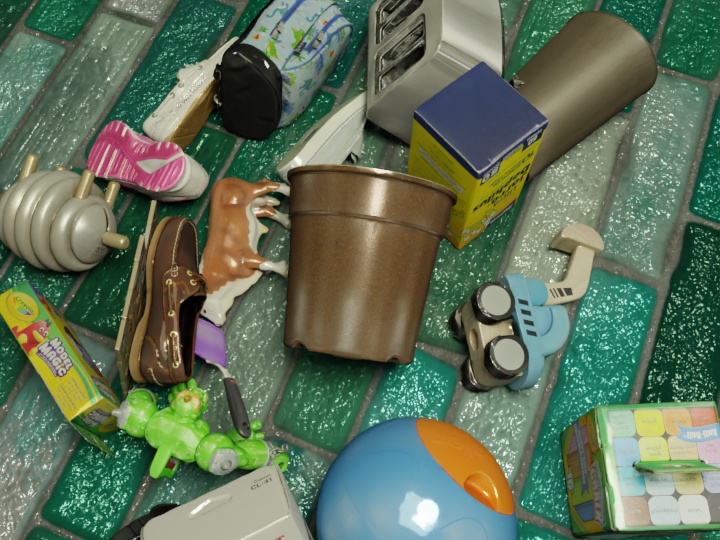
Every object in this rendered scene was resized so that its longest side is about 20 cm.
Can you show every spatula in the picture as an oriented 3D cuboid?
[{"bbox_3d":[-0.155,0.118,0.832,0.021,0.056,0.200,-49,38,8],"label":"spatula"}]

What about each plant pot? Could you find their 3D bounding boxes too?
[{"bbox_3d":[0.000,0.000,0.844,0.200,0.200,0.199,8,84,3],"label":"plant pot"}]

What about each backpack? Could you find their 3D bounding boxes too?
[{"bbox_3d":[-0.100,-0.293,1.003,0.153,0.163,0.200,16,61,-2],"label":"backpack"}]

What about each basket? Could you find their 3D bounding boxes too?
[{"bbox_3d":[0.254,-0.220,0.967,0.200,0.180,0.136,-41,106,-7],"label":"basket"}]

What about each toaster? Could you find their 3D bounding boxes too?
[{"bbox_3d":[0.096,-0.287,0.958,0.118,0.200,0.181,17,62,-33],"label":"toaster"}]

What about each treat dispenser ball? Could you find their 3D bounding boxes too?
[{"bbox_3d":[0.055,0.249,0.741,0.200,0.201,0.201,0,67,0],"label":"treat dispenser ball"}]

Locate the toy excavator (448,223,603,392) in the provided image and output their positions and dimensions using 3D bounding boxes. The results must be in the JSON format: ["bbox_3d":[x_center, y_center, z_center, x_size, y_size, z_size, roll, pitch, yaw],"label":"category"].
[{"bbox_3d":[0.215,0.043,0.895,0.199,0.100,0.195,-4,69,-15],"label":"toy excavator"}]

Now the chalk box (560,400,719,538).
[{"bbox_3d":[0.294,0.205,0.758,0.124,0.200,0.124,-1,67,0],"label":"chalk box"}]

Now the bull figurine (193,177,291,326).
[{"bbox_3d":[-0.149,-0.030,0.933,0.121,0.065,0.201,2,70,-3],"label":"bull figurine"}]

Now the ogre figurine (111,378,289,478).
[{"bbox_3d":[-0.183,0.178,0.812,0.200,0.120,0.098,41,93,11],"label":"ogre figurine"}]

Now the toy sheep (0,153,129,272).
[{"bbox_3d":[-0.368,-0.063,0.912,0.200,0.138,0.138,16,67,24],"label":"toy sheep"}]

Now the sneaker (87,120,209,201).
[{"bbox_3d":[-0.279,-0.133,0.971,0.200,0.088,0.082,25,85,33],"label":"sneaker"}]

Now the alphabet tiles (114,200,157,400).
[{"bbox_3d":[-0.254,0.028,0.847,0.008,0.167,0.201,8,61,-10],"label":"alphabet tiles"}]

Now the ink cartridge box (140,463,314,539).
[{"bbox_3d":[-0.105,0.312,0.718,0.147,0.200,0.086,-25,27,-8],"label":"ink cartridge box"}]

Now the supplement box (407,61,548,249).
[{"bbox_3d":[0.133,-0.132,0.899,0.109,0.200,0.110,-38,72,-14],"label":"supplement box"}]

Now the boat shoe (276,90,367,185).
[{"bbox_3d":[-0.034,-0.166,0.988,0.072,0.070,0.201,52,52,-19],"label":"boat shoe"}]

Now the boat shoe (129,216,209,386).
[{"bbox_3d":[-0.205,0.032,0.841,0.070,0.070,0.201,-4,72,22],"label":"boat shoe"}]

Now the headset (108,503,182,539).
[{"bbox_3d":[-0.176,0.300,0.763,0.200,0.124,0.094,-22,30,-34],"label":"headset"}]

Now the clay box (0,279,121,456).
[{"bbox_3d":[-0.331,0.115,0.845,0.048,0.115,0.200,-37,73,-15],"label":"clay box"}]

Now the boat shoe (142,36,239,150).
[{"bbox_3d":[-0.226,-0.257,1.023,0.069,0.071,0.200,32,73,12],"label":"boat shoe"}]
